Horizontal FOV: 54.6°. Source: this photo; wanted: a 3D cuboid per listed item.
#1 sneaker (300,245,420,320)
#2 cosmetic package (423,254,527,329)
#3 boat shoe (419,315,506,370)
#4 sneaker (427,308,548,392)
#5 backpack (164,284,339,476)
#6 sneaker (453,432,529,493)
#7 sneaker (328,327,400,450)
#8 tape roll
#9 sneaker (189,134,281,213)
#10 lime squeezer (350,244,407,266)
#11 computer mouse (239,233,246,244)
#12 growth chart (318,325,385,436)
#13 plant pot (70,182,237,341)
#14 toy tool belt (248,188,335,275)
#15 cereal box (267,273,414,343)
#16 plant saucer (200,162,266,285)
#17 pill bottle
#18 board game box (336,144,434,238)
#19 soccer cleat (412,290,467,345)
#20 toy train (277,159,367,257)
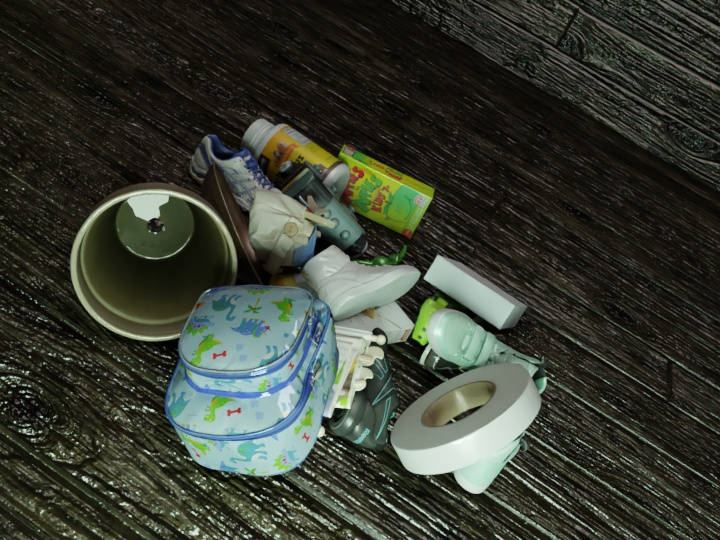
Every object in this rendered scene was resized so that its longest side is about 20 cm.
[{"bbox_3d":[0.000,0.000,1.088,0.199,0.074,0.116,-14,53,-47],"label":"sneaker"},{"bbox_3d":[0.203,0.039,1.202,0.150,0.052,0.200,32,7,18],"label":"cosmetic package"},{"bbox_3d":[0.169,0.123,1.118,0.061,0.072,0.201,39,31,25],"label":"boat shoe"},{"bbox_3d":[0.192,0.118,1.011,0.200,0.074,0.118,36,-18,-34],"label":"sneaker"},{"bbox_3d":[-0.128,0.118,0.799,0.182,0.147,0.201,1,46,12],"label":"backpack"},{"bbox_3d":[0.207,0.214,0.974,0.074,0.119,0.200,35,33,11],"label":"sneaker"},{"bbox_3d":[0.014,0.163,0.962,0.079,0.075,0.200,35,38,-13],"label":"sneaker"},{"bbox_3d":[0.134,0.186,0.896,0.037,0.202,0.203,61,33,-8],"label":"tape roll"},{"bbox_3d":[-0.204,-0.164,1.227,0.199,0.088,0.075,27,30,-4],"label":"sneaker"},{"bbox_3d":[0.039,-0.015,1.260,0.070,0.038,0.199,13,18,43],"label":"lime squeezer"},{"bbox_3d":[-0.171,-0.071,1.170,0.199,0.034,0.059,-10,49,-44],"label":"computer mouse"},{"bbox_3d":[-0.058,0.133,0.906,0.144,0.018,0.200,15,40,19],"label":"growth chart"},{"bbox_3d":[-0.272,-0.036,0.924,0.199,0.201,0.174,13,19,-22],"label":"plant pot"},{"bbox_3d":[-0.099,-0.052,1.058,0.122,0.200,0.126,4,79,-1],"label":"toy tool belt"},{"bbox_3d":[-0.030,0.060,1.086,0.199,0.040,0.144,-5,44,-41],"label":"cereal box"},{"bbox_3d":[-0.193,-0.060,1.037,0.036,0.201,0.201,-22,46,-2],"label":"plant saucer"},{"bbox_3d":[-0.126,-0.201,1.315,0.200,0.110,0.109,35,33,11],"label":"pill bottle"},{"bbox_3d":[0.034,-0.155,1.378,0.199,0.102,0.048,25,33,-4],"label":"board game box"},{"bbox_3d":[0.128,0.080,1.158,0.067,0.081,0.200,34,11,16],"label":"soccer cleat"},{"bbox_3d":[-0.063,-0.101,1.178,0.200,0.085,0.114,48,4,-32],"label":"toy train"}]
